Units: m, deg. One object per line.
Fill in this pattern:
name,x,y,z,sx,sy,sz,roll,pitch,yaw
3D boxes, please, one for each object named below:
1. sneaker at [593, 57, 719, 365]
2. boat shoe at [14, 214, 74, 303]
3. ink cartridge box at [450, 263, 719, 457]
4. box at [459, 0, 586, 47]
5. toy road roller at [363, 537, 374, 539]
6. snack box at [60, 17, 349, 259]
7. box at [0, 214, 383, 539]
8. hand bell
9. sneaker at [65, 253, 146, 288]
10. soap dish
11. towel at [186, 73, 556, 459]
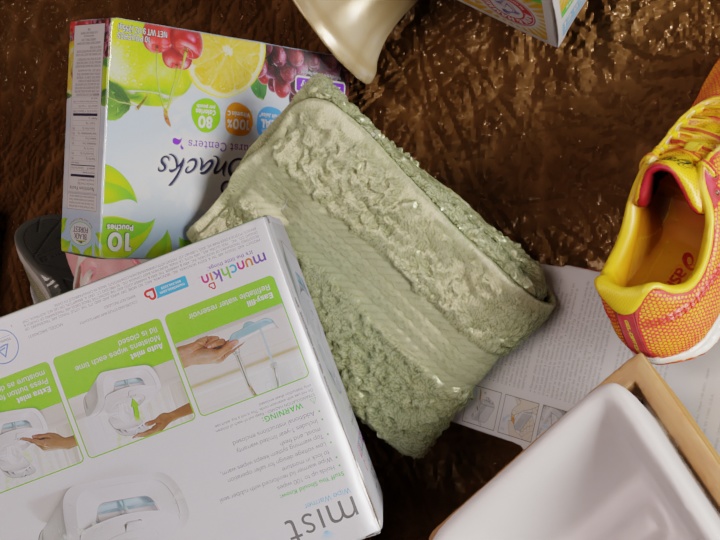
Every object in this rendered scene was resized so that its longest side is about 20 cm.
sneaker,0.180,-0.048,0.613,0.073,0.077,0.201,5,56,37
boat shoe,-0.223,0.038,0.979,0.202,0.074,0.065,49,148,33
ink cartridge box,0.141,0.058,0.673,0.199,0.050,0.110,13,90,42
box,0.057,-0.236,0.715,0.199,0.101,0.113,30,84,18
toy road roller,-0.084,0.159,0.764,0.200,0.123,0.146,-44,62,-7
snack box,-0.095,-0.079,0.785,0.053,0.199,0.143,9,97,44
box,-0.107,0.087,0.657,0.199,0.097,0.177,-22,91,2
hand bell,0.053,-0.225,0.800,0.200,0.104,0.104,-36,59,14
sneaker,-0.189,0.040,0.889,0.200,0.104,0.075,51,145,19
soap dish,0.136,0.165,0.565,0.157,0.081,0.201,-47,52,25
towel,0.000,0.000,0.704,0.200,0.036,0.149,43,112,11
